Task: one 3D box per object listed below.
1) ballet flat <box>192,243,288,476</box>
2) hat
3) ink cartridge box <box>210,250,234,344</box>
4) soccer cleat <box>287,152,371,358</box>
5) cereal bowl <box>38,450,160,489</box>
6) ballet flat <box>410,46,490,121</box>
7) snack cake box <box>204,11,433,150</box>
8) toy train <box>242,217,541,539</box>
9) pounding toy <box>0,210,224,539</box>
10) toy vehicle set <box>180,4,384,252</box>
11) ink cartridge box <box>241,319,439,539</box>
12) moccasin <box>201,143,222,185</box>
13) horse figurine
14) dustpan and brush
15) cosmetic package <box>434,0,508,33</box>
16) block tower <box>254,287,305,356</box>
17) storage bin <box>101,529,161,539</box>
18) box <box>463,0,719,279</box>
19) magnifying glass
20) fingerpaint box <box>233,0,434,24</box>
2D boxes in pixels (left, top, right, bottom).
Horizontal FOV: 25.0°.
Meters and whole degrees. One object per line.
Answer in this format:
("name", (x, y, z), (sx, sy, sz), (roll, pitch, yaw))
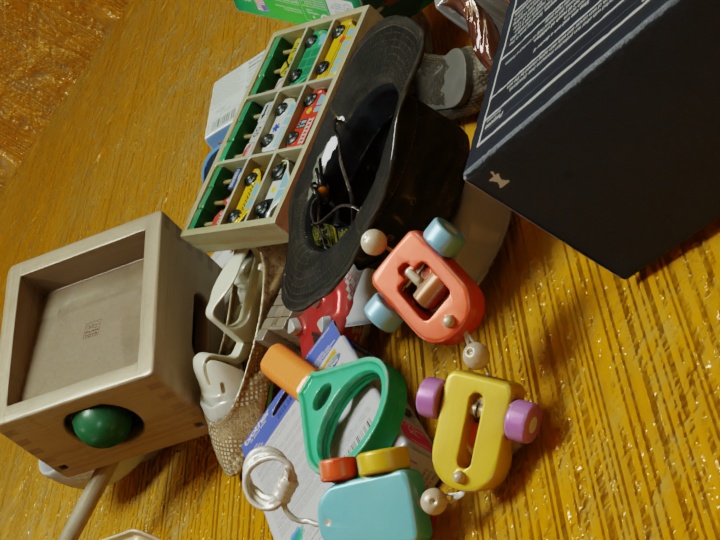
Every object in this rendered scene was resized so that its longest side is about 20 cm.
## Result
("ballet flat", (-0.096, 0.057, 1.261), (0.070, 0.065, 0.201), (-4, 71, 57))
("hat", (0.020, -0.057, 1.046), (0.201, 0.081, 0.201), (-57, 21, 36))
("ink cartridge box", (-0.084, 0.006, 1.404), (0.200, 0.045, 0.177), (-48, 22, 28))
("soccer cleat", (0.000, 0.000, 1.176), (0.069, 0.085, 0.201), (-7, 78, 61))
("cereal bowl", (-0.214, 0.117, 1.503), (0.200, 0.083, 0.200), (-48, 22, 26))
("ballet flat", (0.069, -0.142, 1.257), (0.200, 0.046, 0.068), (179, 90, -74))
("snack cake box", (-0.035, -0.166, 1.413), (0.199, 0.067, 0.115), (-30, 26, 17))
("toy train", (0.026, 0.079, 0.921), (0.150, 0.056, 0.200), (42, 107, 26))
("pounding toy", (-0.205, 0.094, 1.333), (0.183, 0.142, 0.201), (-19, 52, 22))
("toy vehicle set", (-0.058, -0.109, 1.258), (0.124, 0.026, 0.201), (-7, 54, 49))
("ink cartridge box", (-0.016, 0.122, 1.051), (0.120, 0.042, 0.200), (-55, 25, 10))
("moccasin", (-0.043, -0.095, 1.331), (0.200, 0.080, 0.068), (-32, 48, 32))
("horse figurine", (0.132, -0.172, 1.089), (0.200, 0.050, 0.133), (-12, 78, 56))
("dustpan and brush", (0.071, -0.047, 1.101), (0.139, 0.057, 0.201), (-10, 58, 61))
("cosmetic package", (0.140, -0.266, 1.196), (0.200, 0.090, 0.107), (-47, 22, 23))
("block tower", (-0.007, -0.023, 1.239), (0.201, 0.054, 0.058), (-64, 19, -12))
("storage bin", (-0.193, 0.305, 1.150), (0.198, 0.093, 0.201), (-30, 34, 56))
("box", (0.171, -0.135, 0.854), (0.200, 0.123, 0.199), (-39, 26, 48))
("magnifying glass", (-0.024, 0.081, 1.041), (0.080, 0.022, 0.200), (-59, 22, -2))
("fingerpaint box", (0.000, -0.276, 1.380), (0.167, 0.074, 0.200), (-38, 35, -25))
